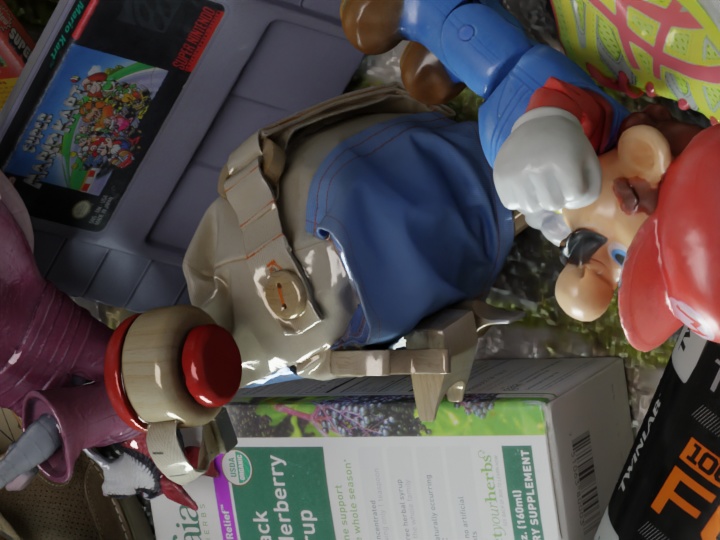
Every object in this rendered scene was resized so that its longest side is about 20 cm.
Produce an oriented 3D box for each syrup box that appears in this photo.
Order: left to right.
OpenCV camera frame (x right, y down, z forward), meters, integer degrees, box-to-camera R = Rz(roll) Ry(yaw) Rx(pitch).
[{"bbox_3d":[0.011,0.084,1.194,0.199,0.081,0.079,-2,101,30],"label":"syrup box"}]

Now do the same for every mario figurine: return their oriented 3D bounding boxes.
[{"bbox_3d":[0.066,-0.033,1.033,0.200,0.123,0.106,42,130,36],"label":"mario figurine"}]

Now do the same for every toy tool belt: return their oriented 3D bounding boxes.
[{"bbox_3d":[0.000,0.000,1.110,0.122,0.200,0.126,-8,109,34],"label":"toy tool belt"}]

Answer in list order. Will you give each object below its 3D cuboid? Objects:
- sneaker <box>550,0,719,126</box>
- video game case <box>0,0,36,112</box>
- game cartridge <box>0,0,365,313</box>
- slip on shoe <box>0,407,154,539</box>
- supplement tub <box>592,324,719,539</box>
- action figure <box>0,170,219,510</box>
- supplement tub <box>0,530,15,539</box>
[{"bbox_3d":[0.123,-0.091,1.089,0.200,0.078,0.090,53,124,20],"label":"sneaker"},{"bbox_3d":[-0.193,-0.079,1.236,0.142,0.018,0.200,-2,141,31],"label":"video game case"},{"bbox_3d":[-0.078,-0.068,1.184,0.200,0.129,0.038,-58,38,29],"label":"game cartridge"},{"bbox_3d":[-0.155,0.088,1.304,0.076,0.061,0.201,-18,94,33],"label":"slip on shoe"},{"bbox_3d":[0.162,0.081,1.073,0.122,0.122,0.201,28,109,21],"label":"supplement tub"},{"bbox_3d":[-0.135,0.025,1.162,0.199,0.134,0.149,33,93,-14],"label":"action figure"},{"bbox_3d":[-0.183,0.184,1.208,0.143,0.200,0.145,-3,101,-14],"label":"supplement tub"}]
